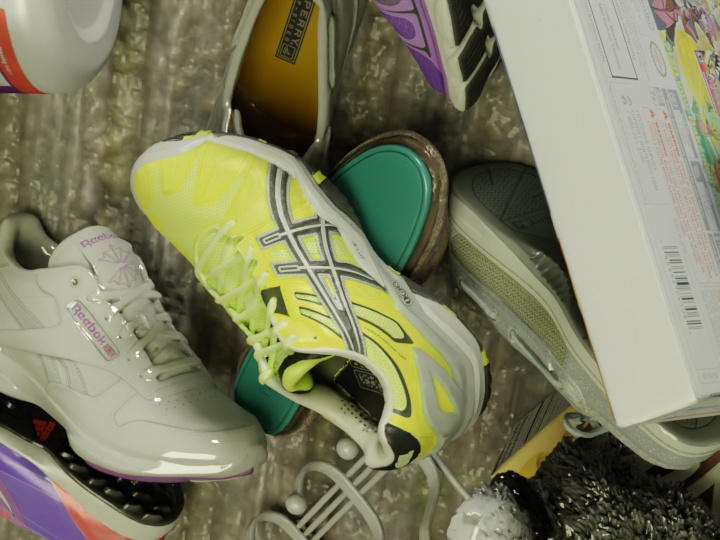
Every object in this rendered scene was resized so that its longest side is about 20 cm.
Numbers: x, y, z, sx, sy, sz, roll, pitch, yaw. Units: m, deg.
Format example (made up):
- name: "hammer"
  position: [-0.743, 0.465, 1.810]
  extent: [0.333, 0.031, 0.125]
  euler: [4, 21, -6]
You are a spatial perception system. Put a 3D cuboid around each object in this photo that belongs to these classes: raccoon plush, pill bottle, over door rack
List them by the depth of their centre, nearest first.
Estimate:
- name: "raccoon plush"
  position: [0.129, 0.147, 1.332]
  extent: [0.134, 0.200, 0.097]
  euler: [20, 107, 22]
- name: "pill bottle"
  position: [-0.221, -0.142, 1.408]
  extent: [0.199, 0.113, 0.113]
  euler: [2, 116, 18]
- name: "over door rack"
  position: [0.039, 0.173, 1.473]
  extent: [0.200, 0.067, 0.148]
  euler: [40, 143, -1]

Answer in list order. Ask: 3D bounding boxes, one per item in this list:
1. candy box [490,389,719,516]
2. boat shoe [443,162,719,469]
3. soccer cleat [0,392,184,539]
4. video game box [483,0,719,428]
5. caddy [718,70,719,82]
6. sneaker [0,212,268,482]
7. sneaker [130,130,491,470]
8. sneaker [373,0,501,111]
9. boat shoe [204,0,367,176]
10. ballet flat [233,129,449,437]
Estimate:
- name: "candy box"
  position: [0.172, 0.071, 1.415]
  extent: [0.117, 0.056, 0.200]
  euler: [43, 121, -6]
- name: "boat shoe"
  position: [0.103, 0.028, 1.364]
  extent: [0.202, 0.074, 0.065]
  euler: [46, 137, 37]
- name: "soccer cleat"
  position: [-0.190, 0.093, 1.540]
  extent: [0.200, 0.068, 0.073]
  euler: [33, 125, -2]
- name: "video game box"
  position: [0.134, -0.036, 1.263]
  extent: [0.047, 0.182, 0.201]
  euler: [-22, 79, 30]
- name: "caddy"
  position: [0.235, -0.101, 1.233]
  extent: [0.105, 0.200, 0.142]
  euler: [39, 106, 9]
- name: "sneaker"
  position: [-0.124, 0.039, 1.460]
  extent: [0.200, 0.075, 0.100]
  euler: [28, 115, 32]
- name: "sneaker"
  position: [-0.029, 0.011, 1.356]
  extent: [0.200, 0.076, 0.076]
  euler: [38, 129, 8]
- name: "sneaker"
  position: [0.018, -0.153, 1.321]
  extent: [0.083, 0.081, 0.200]
  euler: [14, 150, 31]
- name: "boat shoe"
  position: [-0.044, -0.063, 1.411]
  extent: [0.071, 0.070, 0.201]
  euler: [22, 119, 7]
- name: "ballet flat"
  position: [0.000, 0.000, 1.429]
  extent: [0.068, 0.067, 0.200]
  euler: [49, 130, 17]
